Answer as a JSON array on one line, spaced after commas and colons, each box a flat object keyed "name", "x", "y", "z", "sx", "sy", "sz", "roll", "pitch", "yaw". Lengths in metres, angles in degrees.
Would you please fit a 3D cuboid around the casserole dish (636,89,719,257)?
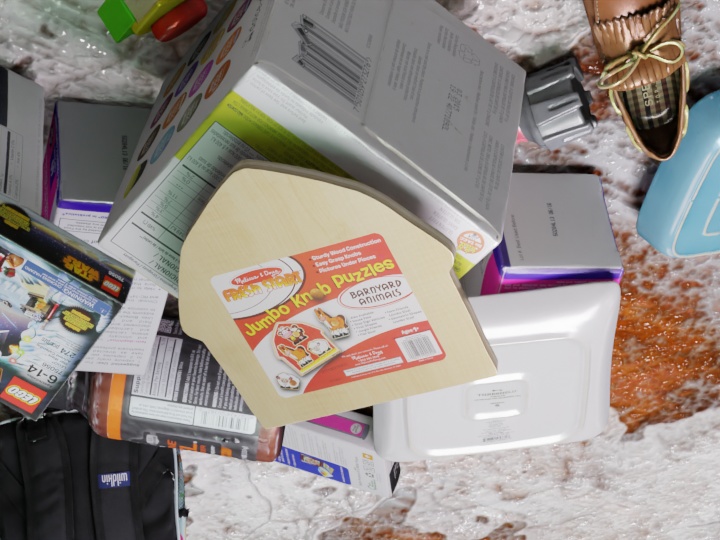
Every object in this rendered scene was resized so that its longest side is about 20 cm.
[{"name": "casserole dish", "x": 0.294, "y": -0.074, "z": 1.582, "sx": 0.120, "sy": 0.039, "sz": 0.201, "roll": -9, "pitch": 144, "yaw": -21}]

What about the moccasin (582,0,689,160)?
[{"name": "moccasin", "x": 0.203, "y": -0.157, "z": 1.450, "sx": 0.073, "sy": 0.078, "sz": 0.202, "roll": -12, "pitch": 141, "yaw": 2}]

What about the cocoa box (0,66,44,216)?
[{"name": "cocoa box", "x": -0.333, "y": -0.055, "z": 1.417, "sx": 0.131, "sy": 0.134, "sz": 0.200, "roll": 26, "pitch": 129, "yaw": -32}]

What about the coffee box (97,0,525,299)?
[{"name": "coffee box", "x": -0.029, "y": -0.078, "z": 1.359, "sx": 0.199, "sy": 0.200, "sz": 0.198, "roll": 34, "pitch": 127, "yaw": -16}]

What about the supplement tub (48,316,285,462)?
[{"name": "supplement tub", "x": -0.156, "y": 0.092, "z": 1.639, "sx": 0.198, "sy": 0.108, "sz": 0.107, "roll": 9, "pitch": 139, "yaw": 0}]

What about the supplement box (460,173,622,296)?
[{"name": "supplement box", "x": 0.136, "y": 0.025, "z": 1.626, "sx": 0.102, "sy": 0.102, "sz": 0.201, "roll": 1, "pitch": 140, "yaw": -11}]

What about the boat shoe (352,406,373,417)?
[{"name": "boat shoe", "x": 0.014, "y": 0.101, "z": 1.724, "sx": 0.070, "sy": 0.071, "sz": 0.200, "roll": 23, "pitch": 152, "yaw": -25}]

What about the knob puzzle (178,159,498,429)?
[{"name": "knob puzzle", "x": -0.028, "y": 0.004, "z": 1.274, "sx": 0.217, "sy": 0.031, "sz": 0.221, "roll": 7, "pitch": 130, "yaw": 8}]

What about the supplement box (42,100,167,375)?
[{"name": "supplement box", "x": -0.196, "y": -0.021, "z": 1.513, "sx": 0.102, "sy": 0.102, "sz": 0.201, "roll": 3, "pitch": 139, "yaw": -15}]

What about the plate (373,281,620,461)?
[{"name": "plate", "x": 0.107, "y": 0.091, "z": 1.582, "sx": 0.198, "sy": 0.033, "sz": 0.201, "roll": -7, "pitch": 141, "yaw": -3}]

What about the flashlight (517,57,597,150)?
[{"name": "flashlight", "x": 0.080, "y": -0.091, "z": 1.508, "sx": 0.199, "sy": 0.068, "sz": 0.068, "roll": -20, "pitch": 106, "yaw": 19}]

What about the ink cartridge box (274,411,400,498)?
[{"name": "ink cartridge box", "x": -0.064, "y": 0.139, "z": 1.734, "sx": 0.198, "sy": 0.037, "sz": 0.095, "roll": 14, "pitch": 153, "yaw": 12}]

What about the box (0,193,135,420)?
[{"name": "box", "x": -0.268, "y": 0.004, "z": 1.327, "sx": 0.199, "sy": 0.040, "sz": 0.137, "roll": 30, "pitch": 129, "yaw": -14}]

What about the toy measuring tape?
[{"name": "toy measuring tape", "x": -0.120, "y": -0.201, "z": 1.311, "sx": 0.073, "sy": 0.074, "sz": 0.200, "roll": 9, "pitch": 163, "yaw": -21}]

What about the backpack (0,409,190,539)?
[{"name": "backpack", "x": -0.234, "y": 0.226, "z": 1.728, "sx": 0.176, "sy": 0.202, "sz": 0.151, "roll": -7, "pitch": 161, "yaw": -5}]
